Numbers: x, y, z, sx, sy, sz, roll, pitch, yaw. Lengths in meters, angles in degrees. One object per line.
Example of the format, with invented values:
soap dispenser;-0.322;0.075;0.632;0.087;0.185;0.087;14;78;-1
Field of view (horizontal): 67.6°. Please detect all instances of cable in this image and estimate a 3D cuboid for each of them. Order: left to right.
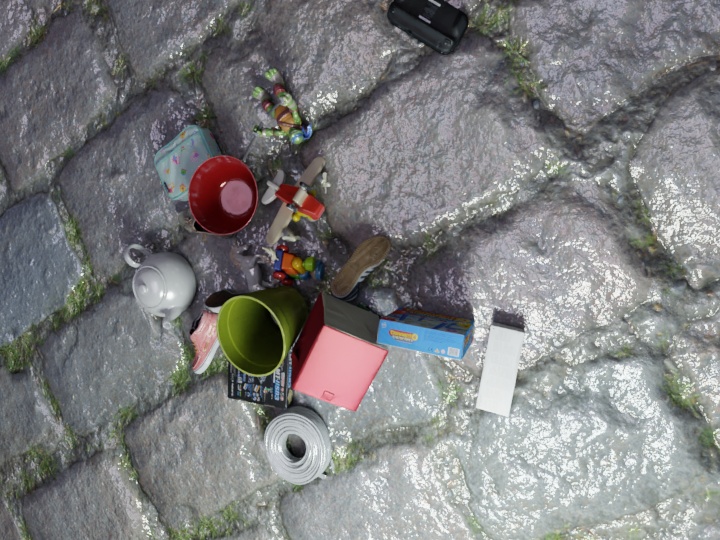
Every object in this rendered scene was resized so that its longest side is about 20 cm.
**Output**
cable;-0.174;0.480;1.476;0.194;0.069;0.207;-6;93;20

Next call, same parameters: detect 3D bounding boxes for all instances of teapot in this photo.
teapot;-0.583;0.040;1.547;0.194;0.146;0.204;13;98;19

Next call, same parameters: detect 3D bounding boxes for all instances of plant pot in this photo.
plant pot;-0.230;0.131;1.367;0.195;0.193;0.207;7;109;21

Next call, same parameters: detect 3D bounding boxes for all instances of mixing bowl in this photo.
mixing bowl;-0.353;-0.199;1.456;0.193;0.108;0.207;0;93;8

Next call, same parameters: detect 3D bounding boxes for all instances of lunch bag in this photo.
lunch bag;-0.487;-0.302;1.520;0.197;0.077;0.164;-29;85;19

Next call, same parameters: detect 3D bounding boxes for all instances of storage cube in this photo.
storage cube;-0.056;0.192;1.295;0.196;0.172;0.183;24;109;-15

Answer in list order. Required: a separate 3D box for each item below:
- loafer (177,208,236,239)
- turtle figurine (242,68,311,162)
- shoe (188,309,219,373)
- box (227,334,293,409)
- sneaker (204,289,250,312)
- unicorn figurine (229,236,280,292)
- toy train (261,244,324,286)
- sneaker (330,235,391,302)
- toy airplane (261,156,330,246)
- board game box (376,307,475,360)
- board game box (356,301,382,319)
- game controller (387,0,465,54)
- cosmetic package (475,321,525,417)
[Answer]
loafer;-0.444;-0.136;1.526;0.195;0.063;0.074;15;100;18
turtle figurine;-0.229;-0.411;1.369;0.195;0.145;0.198;-16;66;-21
shoe;-0.452;0.201;1.528;0.089;0.072;0.202;24;111;-30
box;-0.278;0.269;1.508;0.192;0.050;0.207;4;95;19
sneaker;-0.357;0.110;1.513;0.195;0.074;0.086;3;136;36
unicorn figurine;-0.288;-0.003;1.474;0.133;0.074;0.207;-9;91;19
toy train;-0.166;-0.020;1.367;0.112;0.200;0.087;4;75;11
sneaker;0.000;0.000;1.382;0.070;0.109;0.200;42;76;13
toy airplane;-0.163;-0.177;1.397;0.197;0.140;0.204;-27;48;28
board game box;0.159;0.143;1.261;0.194;0.195;0.058;9;97;18
board game box;-0.011;0.195;1.419;0.104;0.023;0.203;34;105;16
game controller;0.160;-0.605;1.288;0.198;0.042;0.106;36;91;13
cosmetic package;0.333;0.234;1.282;0.080;0.050;0.207;12;98;16
